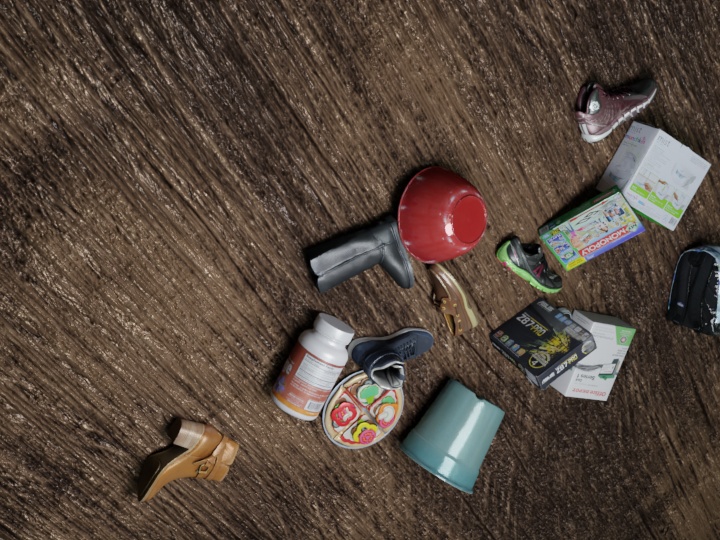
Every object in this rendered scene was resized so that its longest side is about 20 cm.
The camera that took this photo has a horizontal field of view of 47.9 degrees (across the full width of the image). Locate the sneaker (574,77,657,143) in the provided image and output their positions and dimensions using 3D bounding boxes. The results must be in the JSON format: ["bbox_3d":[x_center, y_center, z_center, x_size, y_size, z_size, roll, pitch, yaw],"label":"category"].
[{"bbox_3d":[0.543,-0.376,1.742,0.199,0.076,0.116,-40,119,-4],"label":"sneaker"}]

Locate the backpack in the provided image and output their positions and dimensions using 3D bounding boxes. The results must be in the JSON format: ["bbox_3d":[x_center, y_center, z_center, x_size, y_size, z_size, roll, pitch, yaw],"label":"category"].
[{"bbox_3d":[0.855,0.036,2.019,0.152,0.163,0.202,-22,112,-24],"label":"backpack"}]

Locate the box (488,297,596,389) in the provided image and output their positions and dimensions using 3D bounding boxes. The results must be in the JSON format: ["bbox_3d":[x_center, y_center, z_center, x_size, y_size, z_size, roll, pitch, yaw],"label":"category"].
[{"bbox_3d":[0.408,0.161,1.829,0.160,0.200,0.049,-32,122,-8],"label":"box"}]

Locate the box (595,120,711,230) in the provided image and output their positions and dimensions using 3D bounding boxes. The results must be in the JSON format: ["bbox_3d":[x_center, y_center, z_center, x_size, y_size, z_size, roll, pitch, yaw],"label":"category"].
[{"bbox_3d":[0.671,-0.215,1.853,0.198,0.097,0.178,21,101,-30],"label":"box"}]

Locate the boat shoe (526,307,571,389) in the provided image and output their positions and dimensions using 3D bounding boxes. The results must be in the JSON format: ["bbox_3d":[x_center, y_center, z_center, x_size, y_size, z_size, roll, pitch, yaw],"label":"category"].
[{"bbox_3d":[0.462,0.190,1.943,0.073,0.068,0.201,20,102,-30],"label":"boat shoe"}]

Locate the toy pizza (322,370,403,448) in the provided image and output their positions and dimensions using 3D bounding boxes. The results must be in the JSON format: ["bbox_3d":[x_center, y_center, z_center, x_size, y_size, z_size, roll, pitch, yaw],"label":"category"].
[{"bbox_3d":[0.010,0.315,1.811,0.198,0.032,0.203,-9,114,-21],"label":"toy pizza"}]

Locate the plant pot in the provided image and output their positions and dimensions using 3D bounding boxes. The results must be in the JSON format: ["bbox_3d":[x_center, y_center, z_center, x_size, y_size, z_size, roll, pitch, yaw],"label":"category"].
[{"bbox_3d":[0.219,0.367,1.845,0.199,0.200,0.197,33,88,-31],"label":"plant pot"}]

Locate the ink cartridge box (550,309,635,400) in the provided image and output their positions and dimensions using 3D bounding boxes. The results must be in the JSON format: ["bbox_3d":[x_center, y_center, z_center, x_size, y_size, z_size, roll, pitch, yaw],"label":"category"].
[{"bbox_3d":[0.564,0.210,1.989,0.144,0.084,0.202,9,106,-27],"label":"ink cartridge box"}]

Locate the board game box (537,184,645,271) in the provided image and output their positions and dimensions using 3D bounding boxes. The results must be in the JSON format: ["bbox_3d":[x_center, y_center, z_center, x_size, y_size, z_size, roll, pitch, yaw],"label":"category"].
[{"bbox_3d":[0.518,-0.092,1.821,0.199,0.029,0.135,-31,124,24],"label":"board game box"}]

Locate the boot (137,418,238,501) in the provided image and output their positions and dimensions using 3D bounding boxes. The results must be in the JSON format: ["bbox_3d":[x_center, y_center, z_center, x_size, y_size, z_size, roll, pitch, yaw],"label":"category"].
[{"bbox_3d":[-0.352,0.408,1.663,0.154,0.074,0.201,31,99,-35],"label":"boot"}]

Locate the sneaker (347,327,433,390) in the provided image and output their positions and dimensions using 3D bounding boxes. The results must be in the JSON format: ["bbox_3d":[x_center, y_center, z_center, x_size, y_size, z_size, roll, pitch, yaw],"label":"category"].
[{"bbox_3d":[0.090,0.189,1.730,0.200,0.146,0.078,-10,113,-22],"label":"sneaker"}]

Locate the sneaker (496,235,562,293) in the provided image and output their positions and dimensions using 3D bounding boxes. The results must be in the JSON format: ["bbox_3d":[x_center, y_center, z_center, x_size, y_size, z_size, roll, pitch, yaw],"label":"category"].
[{"bbox_3d":[0.394,-0.013,1.824,0.199,0.077,0.084,29,101,-32],"label":"sneaker"}]

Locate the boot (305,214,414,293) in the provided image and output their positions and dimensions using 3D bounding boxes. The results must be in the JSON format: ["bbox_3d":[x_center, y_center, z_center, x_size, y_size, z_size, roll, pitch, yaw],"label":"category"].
[{"bbox_3d":[0.000,-0.001,1.653,0.198,0.066,0.167,-26,111,-16],"label":"boot"}]

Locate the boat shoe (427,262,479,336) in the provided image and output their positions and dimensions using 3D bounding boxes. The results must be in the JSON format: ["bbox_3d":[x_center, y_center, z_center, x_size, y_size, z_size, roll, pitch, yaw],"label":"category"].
[{"bbox_3d":[0.193,0.066,1.767,0.067,0.072,0.201,-37,124,-8],"label":"boat shoe"}]

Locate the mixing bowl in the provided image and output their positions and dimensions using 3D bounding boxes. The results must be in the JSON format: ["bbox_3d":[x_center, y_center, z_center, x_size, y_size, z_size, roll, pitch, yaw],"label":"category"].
[{"bbox_3d":[0.184,-0.108,1.638,0.198,0.108,0.203,-7,101,-36],"label":"mixing bowl"}]

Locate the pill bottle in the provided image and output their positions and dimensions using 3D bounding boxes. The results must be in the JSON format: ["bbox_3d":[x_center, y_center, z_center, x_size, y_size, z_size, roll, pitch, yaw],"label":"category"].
[{"bbox_3d":[-0.095,0.195,1.666,0.111,0.112,0.202,23,100,-30],"label":"pill bottle"}]
